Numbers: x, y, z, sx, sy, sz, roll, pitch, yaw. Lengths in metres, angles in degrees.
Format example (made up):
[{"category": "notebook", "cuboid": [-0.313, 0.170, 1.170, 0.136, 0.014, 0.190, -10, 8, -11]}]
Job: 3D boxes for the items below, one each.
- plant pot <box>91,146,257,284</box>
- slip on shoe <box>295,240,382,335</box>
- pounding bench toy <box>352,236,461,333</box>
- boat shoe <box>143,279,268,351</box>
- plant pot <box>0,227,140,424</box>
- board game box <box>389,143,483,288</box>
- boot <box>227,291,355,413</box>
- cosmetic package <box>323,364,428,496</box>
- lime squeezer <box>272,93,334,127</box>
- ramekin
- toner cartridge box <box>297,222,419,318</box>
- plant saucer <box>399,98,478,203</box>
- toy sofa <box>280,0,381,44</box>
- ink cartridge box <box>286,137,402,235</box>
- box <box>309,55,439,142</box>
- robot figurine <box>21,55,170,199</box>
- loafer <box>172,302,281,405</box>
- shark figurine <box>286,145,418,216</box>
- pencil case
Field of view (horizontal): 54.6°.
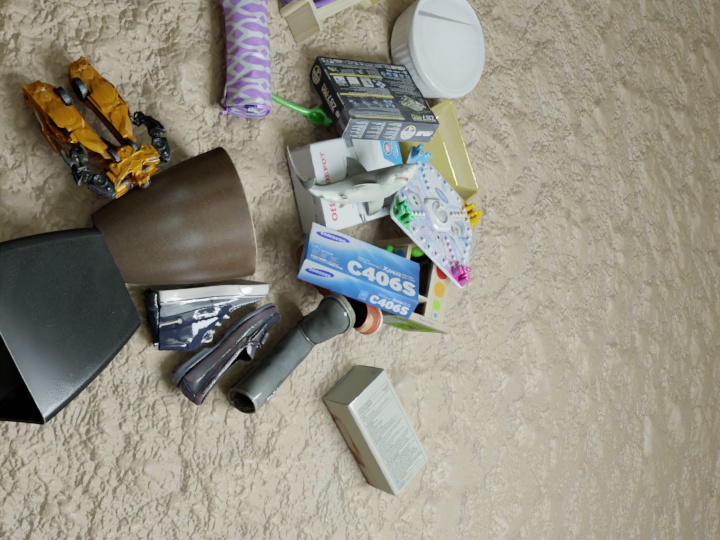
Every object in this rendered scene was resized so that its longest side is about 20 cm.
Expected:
[{"category": "plant pot", "cuboid": [-0.268, -0.056, 0.986, 0.195, 0.186, 0.193, -18, 99, -21]}, {"category": "slip on shoe", "cuboid": [-0.040, 0.025, 1.161, 0.201, 0.074, 0.061, 49, 12, 17]}, {"category": "pounding bench toy", "cuboid": [0.067, 0.010, 1.262, 0.196, 0.123, 0.161, 20, 76, -35]}, {"category": "boat shoe", "cuboid": [-0.232, 0.067, 1.067, 0.195, 0.074, 0.096, -4, 99, -31]}, {"category": "plant pot", "cuboid": [-0.398, 0.049, 0.866, 0.177, 0.196, 0.205, -36, 110, -45]}, {"category": "board game box", "cuboid": [0.145, -0.103, 1.259, 0.200, 0.026, 0.203, 44, 42, -23]}, {"category": "boot", "cuboid": [-0.111, 0.131, 1.096, 0.199, 0.182, 0.073, -37, 86, -36]}, {"category": "cosmetic package", "cuboid": [0.029, 0.283, 1.247, 0.103, 0.086, 0.204, -36, 111, -31]}, {"category": "lime squeezer", "cuboid": [-0.066, -0.288, 1.223, 0.196, 0.037, 0.073, -18, 99, -36]}, {"category": "ramekin", "cuboid": [0.145, -0.433, 1.358, 0.198, 0.093, 0.210, 1, 88, -37]}, {"category": "toner cartridge box", "cuboid": [0.000, 0.000, 1.131, 0.195, 0.044, 0.096, 20, 39, -12]}, {"category": "plant saucer", "cuboid": [0.135, -0.204, 1.364, 0.198, 0.048, 0.205, -35, 112, -37]}, {"category": "toy sofa", "cuboid": [-0.046, -0.485, 1.217, 0.199, 0.082, 0.100, -38, 112, -32]}, {"category": "ink cartridge box", "cuboid": [-0.018, -0.158, 1.226, 0.196, 0.083, 0.150, -19, 100, -37]}, {"category": "box", "cuboid": [0.026, -0.301, 1.228, 0.195, 0.050, 0.164, -5, 54, -34]}, {"category": "robot figurine", "cuboid": [-0.349, -0.185, 0.937, 0.144, 0.058, 0.201, -39, 87, -30]}, {"category": "loafer", "cuboid": [-0.194, 0.131, 1.078, 0.198, 0.072, 0.063, -37, 71, -26]}, {"category": "shark figurine", "cuboid": [-0.025, -0.152, 1.137, 0.208, 0.129, 0.092, -4, 65, -20]}, {"category": "pencil case", "cuboid": [-0.184, -0.342, 1.109, 0.083, 0.084, 0.207, -1, 88, -14]}]
